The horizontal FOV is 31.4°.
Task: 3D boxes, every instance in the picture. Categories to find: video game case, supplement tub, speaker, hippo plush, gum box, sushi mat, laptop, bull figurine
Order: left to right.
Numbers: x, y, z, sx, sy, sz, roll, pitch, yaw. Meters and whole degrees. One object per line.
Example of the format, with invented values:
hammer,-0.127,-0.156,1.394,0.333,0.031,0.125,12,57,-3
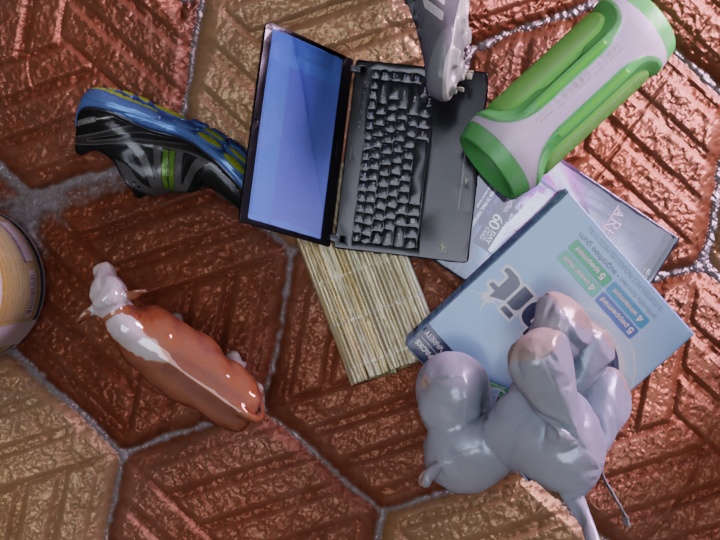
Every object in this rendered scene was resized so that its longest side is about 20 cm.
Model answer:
supplement tub,-0.369,0.015,1.116,0.142,0.200,0.147,0,91,3
bull figurine,-0.166,0.073,1.147,0.200,0.121,0.065,41,92,1
sushi mat,0.000,0.000,1.192,0.095,0.012,0.203,-21,90,2
laptop,0.008,-0.111,1.132,0.197,0.103,0.180,7,84,6
hippo plush,0.134,0.128,1.090,0.159,0.159,0.203,-14,92,32
video game case,0.172,-0.025,1.180,0.199,0.019,0.144,34,93,2
gum box,0.168,0.058,1.150,0.200,0.045,0.170,-42,93,9
speaker,0.184,-0.157,1.132,0.200,0.088,0.089,-42,89,-5

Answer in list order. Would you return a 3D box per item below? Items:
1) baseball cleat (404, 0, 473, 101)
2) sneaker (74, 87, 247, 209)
baseball cleat,0.054,-0.244,1.149,0.105,0.070,0.203,4,68,10
sneaker,-0.173,-0.099,1.177,0.197,0.071,0.084,25,106,3
